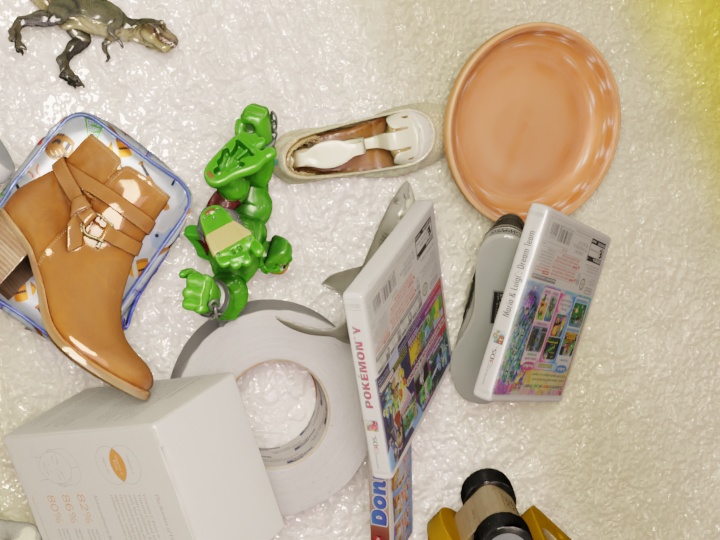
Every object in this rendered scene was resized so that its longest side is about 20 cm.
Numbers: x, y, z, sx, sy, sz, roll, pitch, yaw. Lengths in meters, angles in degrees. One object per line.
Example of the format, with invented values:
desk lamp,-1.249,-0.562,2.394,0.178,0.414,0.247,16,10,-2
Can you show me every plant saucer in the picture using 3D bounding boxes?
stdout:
plant saucer,0.168,-0.144,1.033,0.198,0.037,0.203,-6,106,-21

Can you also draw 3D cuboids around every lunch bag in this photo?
lunch bag,-0.253,-0.030,0.941,0.160,0.076,0.201,37,87,-17

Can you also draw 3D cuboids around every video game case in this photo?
video game case,0.182,0.039,1.012,0.024,0.199,0.184,19,93,30
video game case,0.040,0.057,0.952,0.023,0.200,0.184,1,116,22

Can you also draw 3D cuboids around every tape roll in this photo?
tape roll,-0.086,0.132,1.004,0.198,0.066,0.203,-2,98,-14

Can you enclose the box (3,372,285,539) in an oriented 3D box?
box,-0.190,0.186,0.908,0.106,0.198,0.154,-32,108,-53

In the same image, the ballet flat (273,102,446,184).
ballet flat,0.010,-0.117,0.998,0.198,0.062,0.068,-15,100,-12

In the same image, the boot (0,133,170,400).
boot,-0.210,-0.004,0.866,0.200,0.074,0.155,44,77,-4

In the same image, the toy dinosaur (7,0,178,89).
toy dinosaur,-0.267,-0.223,0.929,0.198,0.047,0.089,25,76,-15

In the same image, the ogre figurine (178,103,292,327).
ogre figurine,-0.112,-0.038,0.928,0.097,0.120,0.202,-6,64,-4

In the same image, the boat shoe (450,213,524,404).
boat shoe,0.138,0.041,1.041,0.070,0.064,0.202,13,119,7

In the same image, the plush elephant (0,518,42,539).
plush elephant,-0.401,0.269,0.886,0.199,0.155,0.165,39,108,-8

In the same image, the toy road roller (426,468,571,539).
toy road roller,0.147,0.317,1.059,0.200,0.123,0.146,40,101,-14

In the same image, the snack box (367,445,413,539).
snack box,0.030,0.189,1.015,0.024,0.072,0.202,6,112,20

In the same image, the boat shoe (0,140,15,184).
boat shoe,-0.392,-0.135,0.890,0.086,0.075,0.202,-42,95,2

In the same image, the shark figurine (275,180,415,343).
shark figurine,-0.006,0.021,0.994,0.089,0.215,0.129,10,131,22
